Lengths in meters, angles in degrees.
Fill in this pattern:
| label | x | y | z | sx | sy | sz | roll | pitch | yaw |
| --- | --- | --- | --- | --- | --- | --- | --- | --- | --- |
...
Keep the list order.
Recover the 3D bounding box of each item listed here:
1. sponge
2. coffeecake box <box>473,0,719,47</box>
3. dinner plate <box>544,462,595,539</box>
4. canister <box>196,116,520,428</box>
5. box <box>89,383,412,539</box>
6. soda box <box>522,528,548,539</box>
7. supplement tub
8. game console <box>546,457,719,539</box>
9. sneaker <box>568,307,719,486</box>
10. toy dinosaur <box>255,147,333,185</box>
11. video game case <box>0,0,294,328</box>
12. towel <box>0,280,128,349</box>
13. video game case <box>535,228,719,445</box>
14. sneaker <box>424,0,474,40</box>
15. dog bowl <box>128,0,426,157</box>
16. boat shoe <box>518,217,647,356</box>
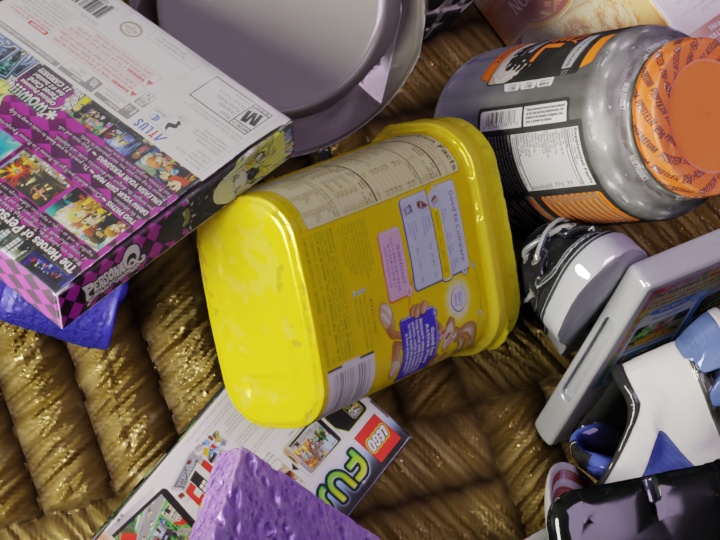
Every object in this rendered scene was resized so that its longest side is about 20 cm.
| label | x | y | z | sx | sy | sz | roll | pitch | yaw |
| --- | --- | --- | --- | --- | --- | --- | --- | --- | --- |
| sponge | -0.023 | 0.197 | 1.543 | 0.200 | 0.030 | 0.112 | 36 | 57 | -31 |
| coffeecake box | 0.171 | -0.168 | 1.756 | 0.073 | 0.154 | 0.200 | -35 | 85 | -31 |
| dinner plate | 0.157 | 0.210 | 1.604 | 0.200 | 0.024 | 0.200 | 52 | 20 | -27 |
| canister | 0.000 | 0.000 | 1.589 | 0.200 | 0.086 | 0.149 | -23 | 106 | -50 |
| box | -0.068 | 0.136 | 1.585 | 0.110 | 0.035 | 0.200 | 43 | 58 | -3 |
| soda box | 0.125 | 0.260 | 1.581 | 0.200 | 0.064 | 0.068 | 61 | 17 | 4 |
| supplement tub | 0.149 | -0.088 | 1.672 | 0.122 | 0.200 | 0.123 | 3 | 86 | -39 |
| game console | 0.184 | 0.216 | 1.537 | 0.175 | 0.116 | 0.201 | -9 | 85 | -20 |
| sneaker | 0.194 | 0.123 | 1.664 | 0.115 | 0.081 | 0.200 | -18 | 120 | 0 |
| toy dinosaur | -0.032 | -0.039 | 1.675 | 0.088 | 0.047 | 0.200 | 51 | 52 | 0 |
| video game case | -0.169 | -0.077 | 1.517 | 0.200 | 0.036 | 0.181 | 35 | 59 | 28 |
| towel | -0.226 | -0.046 | 1.582 | 0.200 | 0.050 | 0.148 | 15 | 62 | -18 |
| video game case | 0.219 | 0.024 | 1.680 | 0.200 | 0.182 | 0.024 | -21 | 64 | -30 |
| sneaker | -0.006 | -0.192 | 1.732 | 0.200 | 0.081 | 0.084 | -8 | 66 | -27 |
| dog bowl | -0.052 | -0.164 | 1.639 | 0.199 | 0.059 | 0.201 | -1 | 84 | 6 |
| boat shoe | 0.129 | 0.000 | 1.647 | 0.072 | 0.200 | 0.068 | -39 | 80 | -3 |
